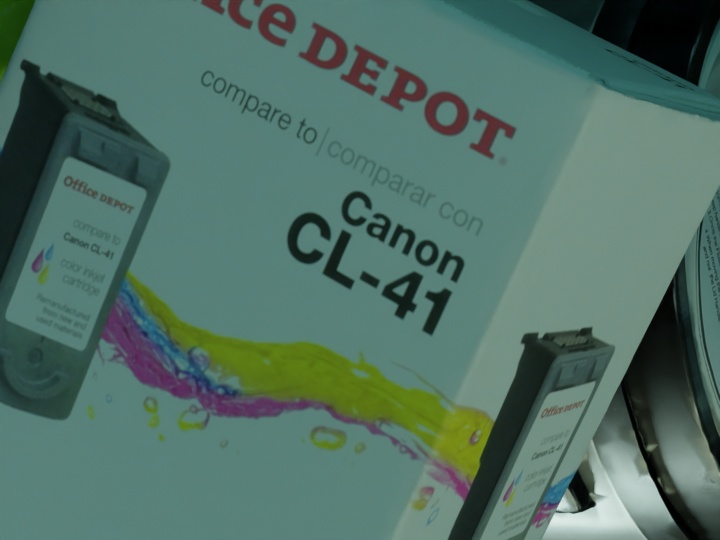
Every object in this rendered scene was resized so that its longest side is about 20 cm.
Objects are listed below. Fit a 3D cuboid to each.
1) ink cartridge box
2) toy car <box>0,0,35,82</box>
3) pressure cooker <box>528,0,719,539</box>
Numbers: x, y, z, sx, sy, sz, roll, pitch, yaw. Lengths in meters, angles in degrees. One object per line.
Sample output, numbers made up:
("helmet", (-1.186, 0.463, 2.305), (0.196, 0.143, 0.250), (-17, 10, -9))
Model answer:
("ink cartridge box", (-0.026, 0.020, 0.564), (0.148, 0.200, 0.086), (30, -166, 26))
("toy car", (-0.170, -0.093, 0.603), (0.200, 0.175, 0.150), (0, 124, 11))
("pressure cooker", (0.067, -0.005, 0.666), (0.200, 0.179, 0.176), (-2, 149, 32))
